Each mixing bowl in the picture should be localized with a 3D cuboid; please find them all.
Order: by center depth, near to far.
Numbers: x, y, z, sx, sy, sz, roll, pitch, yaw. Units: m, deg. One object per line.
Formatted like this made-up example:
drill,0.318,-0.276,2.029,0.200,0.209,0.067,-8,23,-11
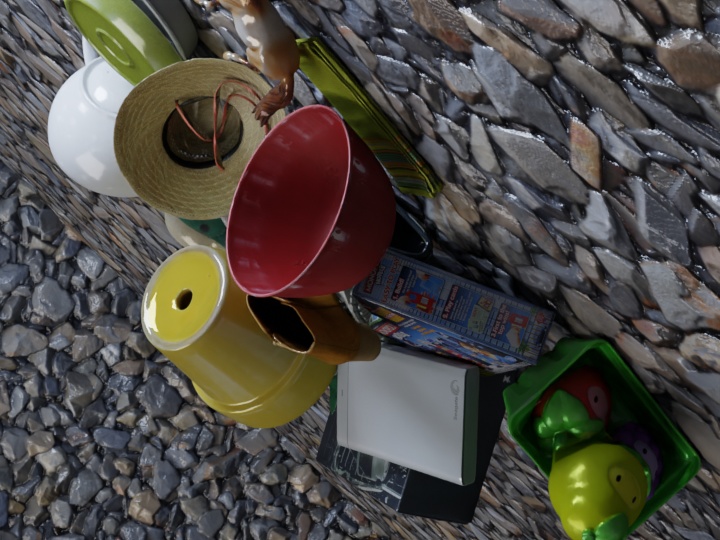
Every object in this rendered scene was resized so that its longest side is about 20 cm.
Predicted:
mixing bowl,-0.035,-0.054,1.496,0.108,0.202,0.200,22,180,-34

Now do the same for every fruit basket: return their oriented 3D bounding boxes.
fruit basket,0.243,0.186,1.489,0.216,0.155,0.216,49,180,0

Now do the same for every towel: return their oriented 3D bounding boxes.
towel,0.000,-0.149,1.469,0.200,0.018,0.086,49,164,-20

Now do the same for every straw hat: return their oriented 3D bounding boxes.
straw hat,-0.177,-0.163,1.683,0.201,0.200,0.085,49,-164,-24

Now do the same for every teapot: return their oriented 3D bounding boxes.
teapot,-0.296,-0.203,1.858,0.198,0.198,0.147,22,135,4

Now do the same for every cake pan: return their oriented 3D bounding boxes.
cake pan,-0.258,-0.306,1.679,0.200,0.037,0.200,40,166,12

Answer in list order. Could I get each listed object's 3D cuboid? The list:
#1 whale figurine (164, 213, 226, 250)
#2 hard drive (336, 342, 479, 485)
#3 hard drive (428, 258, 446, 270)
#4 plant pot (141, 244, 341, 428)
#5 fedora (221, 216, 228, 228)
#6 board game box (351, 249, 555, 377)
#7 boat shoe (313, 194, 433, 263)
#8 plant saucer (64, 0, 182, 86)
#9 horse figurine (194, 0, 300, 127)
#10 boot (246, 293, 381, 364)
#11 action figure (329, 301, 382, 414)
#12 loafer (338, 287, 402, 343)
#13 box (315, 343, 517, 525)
whale figurine,-0.169,-0.065,2.056,0.199,0.104,0.159,24,-164,-10
hard drive,0.050,0.156,1.691,0.199,0.027,0.133,11,105,44
hard drive,0.017,-0.029,1.741,0.200,0.033,0.140,40,165,13
plant pot,-0.150,0.063,1.747,0.200,0.202,0.188,29,178,43
fedora,-0.125,-0.080,1.782,0.177,0.090,0.200,56,169,26
board game box,0.080,0.044,1.590,0.198,0.062,0.200,24,168,-8
boat shoe,-0.007,-0.069,1.606,0.200,0.075,0.062,40,167,7
plant saucer,-0.273,-0.264,1.702,0.200,0.031,0.200,40,165,13
horse figurine,-0.107,-0.233,1.425,0.132,0.050,0.201,19,139,59
boot,-0.078,0.032,1.571,0.201,0.071,0.144,36,-169,34
action figure,-0.009,0.074,1.805,0.200,0.054,0.119,-48,51,43
loafer,0.000,0.000,1.695,0.200,0.075,0.070,48,-164,-20
box,0.066,0.178,1.819,0.123,0.202,0.196,15,-177,-35
